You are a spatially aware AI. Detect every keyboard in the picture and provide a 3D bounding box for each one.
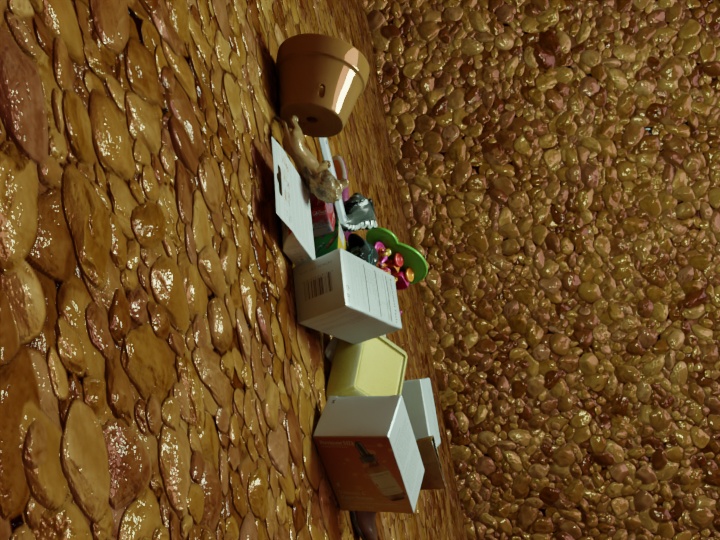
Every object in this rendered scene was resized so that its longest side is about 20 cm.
[{"bbox_3d":[-0.062,-0.198,1.714,0.056,0.010,0.204,-3,79,-73],"label":"keyboard"}]

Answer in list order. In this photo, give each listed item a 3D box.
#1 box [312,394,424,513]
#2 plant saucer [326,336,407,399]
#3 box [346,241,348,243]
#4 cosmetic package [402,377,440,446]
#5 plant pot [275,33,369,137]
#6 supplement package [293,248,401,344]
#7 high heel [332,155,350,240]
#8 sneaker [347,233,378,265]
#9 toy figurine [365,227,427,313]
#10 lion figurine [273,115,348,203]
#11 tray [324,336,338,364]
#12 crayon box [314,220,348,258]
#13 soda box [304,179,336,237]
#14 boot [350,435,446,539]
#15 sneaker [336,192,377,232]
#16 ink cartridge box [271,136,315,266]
[{"bbox_3d":[0.019,0.341,1.470,0.107,0.150,0.202,-65,144,-51],"label":"box"},{"bbox_3d":[0.028,0.212,1.651,0.199,0.048,0.203,37,52,-36],"label":"plant saucer"},{"bbox_3d":[-0.001,0.014,2.007,0.201,0.069,0.065,69,15,-46],"label":"box"},{"bbox_3d":[0.090,0.350,1.874,0.200,0.164,0.169,32,49,-78],"label":"cosmetic package"},{"bbox_3d":[-0.088,-0.371,1.641,0.200,0.196,0.142,57,39,-65],"label":"plant pot"},{"bbox_3d":[-0.023,0.055,1.528,0.199,0.116,0.119,27,48,-52],"label":"supplement package"},{"bbox_3d":[-0.046,-0.175,1.941,0.096,0.066,0.204,17,67,-68],"label":"high heel"},{"bbox_3d":[0.000,0.000,1.736,0.080,0.075,0.202,53,18,-38],"label":"sneaker"},{"bbox_3d":[0.055,0.032,1.876,0.201,0.148,0.186,53,44,-35],"label":"toy figurine"},{"bbox_3d":[-0.106,-0.217,1.542,0.200,0.072,0.123,44,16,-12],"label":"lion figurine"},{"bbox_3d":[0.007,0.204,1.683,0.201,0.022,0.108,52,44,-23],"label":"tray"},{"bbox_3d":[-0.049,0.005,1.773,0.120,0.057,0.202,-90,165,-48],"label":"crayon box"},{"bbox_3d":[-0.088,-0.152,1.714,0.201,0.062,0.071,-87,162,-57],"label":"soda box"},{"bbox_3d":[0.077,0.443,1.594,0.068,0.196,0.192,40,39,-74],"label":"boot"},{"bbox_3d":[-0.021,-0.137,1.869,0.199,0.065,0.092,-10,100,-61],"label":"sneaker"},{"bbox_3d":[-0.139,-0.122,1.452,0.200,0.046,0.163,55,26,-61],"label":"ink cartridge box"}]
